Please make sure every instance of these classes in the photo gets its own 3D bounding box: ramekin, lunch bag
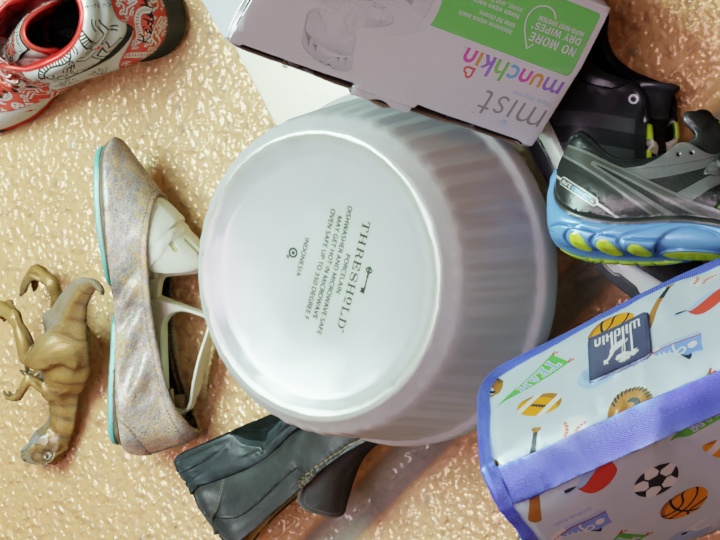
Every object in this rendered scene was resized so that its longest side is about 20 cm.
[{"bbox_3d":[0.000,0.000,1.331,0.202,0.094,0.204,2,94,33],"label":"ramekin"},{"bbox_3d":[0.158,0.075,1.240,0.169,0.200,0.124,-25,80,15],"label":"lunch bag"}]

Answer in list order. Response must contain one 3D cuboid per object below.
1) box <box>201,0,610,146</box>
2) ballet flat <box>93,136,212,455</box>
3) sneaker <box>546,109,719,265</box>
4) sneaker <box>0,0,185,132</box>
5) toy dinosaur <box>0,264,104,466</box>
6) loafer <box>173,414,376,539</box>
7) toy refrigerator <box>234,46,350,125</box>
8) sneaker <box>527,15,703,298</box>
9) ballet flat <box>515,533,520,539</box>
[{"bbox_3d":[0.003,-0.169,1.312,0.097,0.199,0.177,-60,33,20],"label":"box"},{"bbox_3d":[-0.126,0.015,1.528,0.067,0.068,0.201,-2,97,13],"label":"ballet flat"},{"bbox_3d":[0.197,-0.044,1.271,0.198,0.071,0.083,2,82,6],"label":"sneaker"},{"bbox_3d":[-0.218,-0.139,1.542,0.201,0.108,0.068,-18,83,32],"label":"sneaker"},{"bbox_3d":[-0.191,0.040,1.558,0.106,0.060,0.201,43,140,25],"label":"toy dinosaur"},{"bbox_3d":[-0.022,0.113,1.461,0.200,0.073,0.073,-24,88,41],"label":"loafer"},{"bbox_3d":[0.001,-0.079,1.426,0.070,0.076,0.201,-36,74,28],"label":"toy refrigerator"},{"bbox_3d":[0.145,-0.068,1.337,0.083,0.072,0.201,-39,72,26],"label":"sneaker"},{"bbox_3d":[0.108,0.178,1.378,0.070,0.071,0.201,23,105,29],"label":"ballet flat"}]
